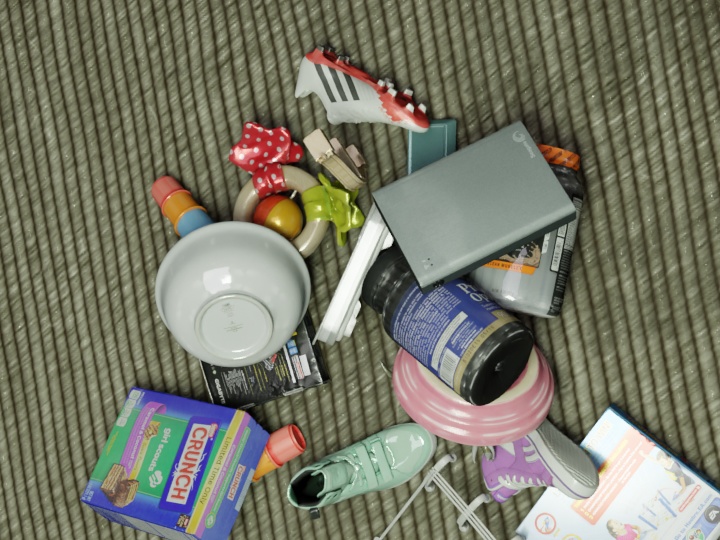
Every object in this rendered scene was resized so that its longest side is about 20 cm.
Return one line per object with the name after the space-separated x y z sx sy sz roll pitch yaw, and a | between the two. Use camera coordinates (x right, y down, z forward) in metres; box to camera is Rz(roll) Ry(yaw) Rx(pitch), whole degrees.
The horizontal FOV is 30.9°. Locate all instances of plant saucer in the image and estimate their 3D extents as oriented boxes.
0.139 0.122 1.588 0.199 0.201 0.051 19 135 15 | plant saucer
0.088 -0.093 1.678 0.069 0.019 0.202 2 91 30 | plant saucer

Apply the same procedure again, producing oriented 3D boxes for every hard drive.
0.131 -0.075 1.513 0.199 0.033 0.140 -26 62 -3 | hard drive

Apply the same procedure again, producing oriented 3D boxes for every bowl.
-0.157 0.048 1.621 0.199 0.091 0.203 -3 122 -5 | bowl

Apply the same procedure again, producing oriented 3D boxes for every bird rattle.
-0.099 -0.090 1.678 0.199 0.113 0.164 32 85 10 | bird rattle

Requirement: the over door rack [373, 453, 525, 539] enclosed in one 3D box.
0.103 0.349 1.660 0.148 0.066 0.200 48 116 21 | over door rack

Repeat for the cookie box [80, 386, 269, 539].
-0.240 0.256 1.694 0.199 0.075 0.172 8 64 33 | cookie box

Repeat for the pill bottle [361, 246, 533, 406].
0.097 0.059 1.531 0.200 0.112 0.112 39 101 31 | pill bottle

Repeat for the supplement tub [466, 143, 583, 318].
0.203 -0.049 1.595 0.121 0.122 0.202 10 88 15 | supplement tub

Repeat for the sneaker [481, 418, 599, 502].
0.213 0.250 1.588 0.072 0.200 0.115 19 103 -26 | sneaker

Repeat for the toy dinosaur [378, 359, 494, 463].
0.110 0.151 1.636 0.199 0.102 0.077 37 103 15 | toy dinosaur

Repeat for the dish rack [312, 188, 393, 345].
0.000 0.000 1.640 0.043 0.172 0.201 24 98 -1 | dish rack

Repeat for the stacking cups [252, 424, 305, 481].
-0.164 0.271 1.739 0.199 0.060 0.061 -26 84 12 | stacking cups

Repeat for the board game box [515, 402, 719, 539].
0.327 0.302 1.604 0.195 0.056 0.201 38 100 12 | board game box

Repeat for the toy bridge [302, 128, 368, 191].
-0.021 -0.132 1.622 0.027 0.200 0.068 -34 83 11 | toy bridge

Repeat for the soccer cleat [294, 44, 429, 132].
0.001 -0.216 1.686 0.199 0.069 0.086 33 110 18 | soccer cleat

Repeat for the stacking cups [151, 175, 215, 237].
-0.212 -0.056 1.721 0.061 0.060 0.200 -47 58 12 | stacking cups

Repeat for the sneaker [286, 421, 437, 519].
0.001 0.257 1.664 0.199 0.118 0.074 -27 82 13 | sneaker

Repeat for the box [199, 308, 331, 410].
-0.144 0.078 1.739 0.159 0.049 0.202 -19 86 13 | box
